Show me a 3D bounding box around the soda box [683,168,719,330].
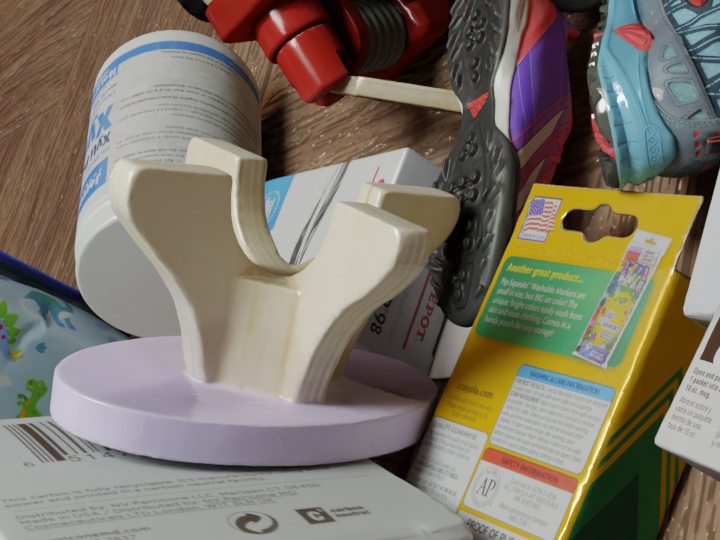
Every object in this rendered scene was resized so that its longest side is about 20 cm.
[{"bbox_3d":[0.194,-0.060,0.598,0.063,0.068,0.202,-10,57,55],"label":"soda box"}]

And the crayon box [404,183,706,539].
[{"bbox_3d":[0.091,0.064,0.674,0.125,0.051,0.202,11,75,60],"label":"crayon box"}]

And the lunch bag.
[{"bbox_3d":[-0.251,0.065,1.108,0.129,0.169,0.200,-63,27,-3],"label":"lunch bag"}]

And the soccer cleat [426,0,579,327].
[{"bbox_3d":[0.081,-0.061,0.787,0.068,0.073,0.202,-26,51,50],"label":"soccer cleat"}]

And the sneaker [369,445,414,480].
[{"bbox_3d":[-0.033,0.085,0.841,0.199,0.075,0.085,28,90,52],"label":"sneaker"}]

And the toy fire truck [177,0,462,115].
[{"bbox_3d":[0.009,-0.150,0.931,0.128,0.175,0.201,-38,77,34],"label":"toy fire truck"}]

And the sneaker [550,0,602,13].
[{"bbox_3d":[0.157,-0.237,0.840,0.087,0.073,0.202,-23,-44,-81],"label":"sneaker"}]

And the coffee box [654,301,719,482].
[{"bbox_3d":[0.198,-0.002,0.494,0.080,0.112,0.202,19,82,61],"label":"coffee box"}]

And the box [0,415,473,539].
[{"bbox_3d":[-0.088,0.169,0.661,0.199,0.197,0.174,23,110,57],"label":"box"}]

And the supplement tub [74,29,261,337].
[{"bbox_3d":[-0.134,-0.065,1.074,0.132,0.131,0.201,-42,33,30],"label":"supplement tub"}]

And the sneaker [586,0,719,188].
[{"bbox_3d":[0.163,-0.107,0.709,0.094,0.080,0.201,-2,41,16],"label":"sneaker"}]

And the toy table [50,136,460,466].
[{"bbox_3d":[-0.040,0.014,0.698,0.183,0.199,0.119,21,105,40],"label":"toy table"}]

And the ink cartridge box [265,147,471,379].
[{"bbox_3d":[0.000,0.000,0.863,0.199,0.066,0.117,-8,58,56],"label":"ink cartridge box"}]
